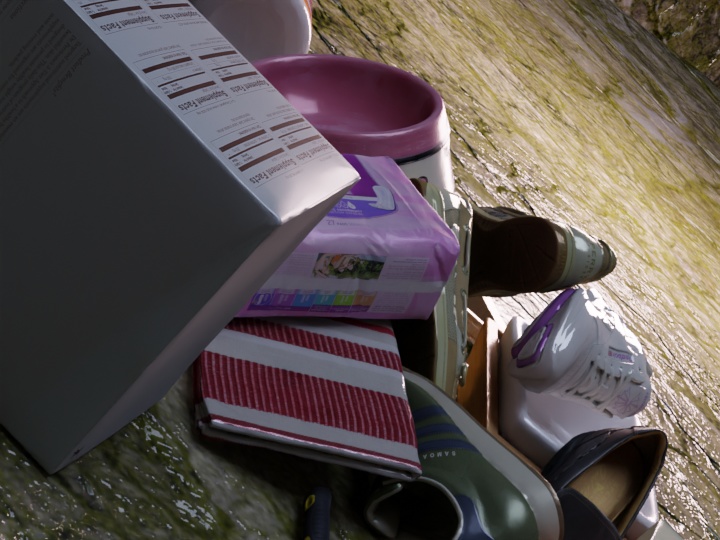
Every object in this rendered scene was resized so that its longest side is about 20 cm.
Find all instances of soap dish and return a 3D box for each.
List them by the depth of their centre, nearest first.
[{"bbox_3d":[0.141,0.134,1.282,0.157,0.081,0.200,40,20,-11],"label":"soap dish"}]

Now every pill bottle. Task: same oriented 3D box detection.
[{"bbox_3d":[-0.098,-0.243,1.537,0.113,0.113,0.200,37,21,-18],"label":"pill bottle"}]

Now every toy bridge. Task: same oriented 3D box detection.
[{"bbox_3d":[0.109,0.046,1.483,0.199,0.027,0.067,29,25,-37],"label":"toy bridge"}]

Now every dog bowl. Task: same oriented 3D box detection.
[{"bbox_3d":[-0.021,-0.104,1.318,0.199,0.074,0.200,6,28,-3],"label":"dog bowl"}]

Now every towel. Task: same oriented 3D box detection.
[{"bbox_3d":[-0.039,0.058,1.098,0.143,0.023,0.200,14,29,-15],"label":"towel"}]

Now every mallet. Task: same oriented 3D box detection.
[{"bbox_3d":[-0.032,0.172,0.938,0.041,0.066,0.200,41,5,-10],"label":"mallet"}]

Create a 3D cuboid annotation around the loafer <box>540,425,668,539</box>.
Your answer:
[{"bbox_3d":[0.134,0.167,1.108,0.073,0.072,0.200,44,51,-8],"label":"loafer"}]

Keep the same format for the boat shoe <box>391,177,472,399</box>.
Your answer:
[{"bbox_3d":[0.053,0.035,1.216,0.063,0.073,0.202,15,62,-34],"label":"boat shoe"}]

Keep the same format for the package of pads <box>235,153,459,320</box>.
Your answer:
[{"bbox_3d":[-0.046,-0.026,1.135,0.199,0.076,0.121,1,36,-35],"label":"package of pads"}]

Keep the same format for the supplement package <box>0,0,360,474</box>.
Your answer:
[{"bbox_3d":[-0.146,-0.044,0.908,0.200,0.191,0.147,45,20,3],"label":"supplement package"}]

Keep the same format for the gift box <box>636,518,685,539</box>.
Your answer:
[{"bbox_3d":[0.149,0.247,0.899,0.184,0.200,0.187,41,20,8],"label":"gift box"}]

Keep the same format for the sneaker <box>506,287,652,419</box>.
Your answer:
[{"bbox_3d":[0.170,0.064,1.247,0.100,0.075,0.200,46,19,11],"label":"sneaker"}]

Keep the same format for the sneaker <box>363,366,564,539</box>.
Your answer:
[{"bbox_3d":[0.032,0.128,1.093,0.090,0.067,0.200,-22,38,-30],"label":"sneaker"}]

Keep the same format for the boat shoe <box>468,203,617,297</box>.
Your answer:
[{"bbox_3d":[0.112,-0.010,1.293,0.062,0.074,0.200,6,4,-28],"label":"boat shoe"}]
